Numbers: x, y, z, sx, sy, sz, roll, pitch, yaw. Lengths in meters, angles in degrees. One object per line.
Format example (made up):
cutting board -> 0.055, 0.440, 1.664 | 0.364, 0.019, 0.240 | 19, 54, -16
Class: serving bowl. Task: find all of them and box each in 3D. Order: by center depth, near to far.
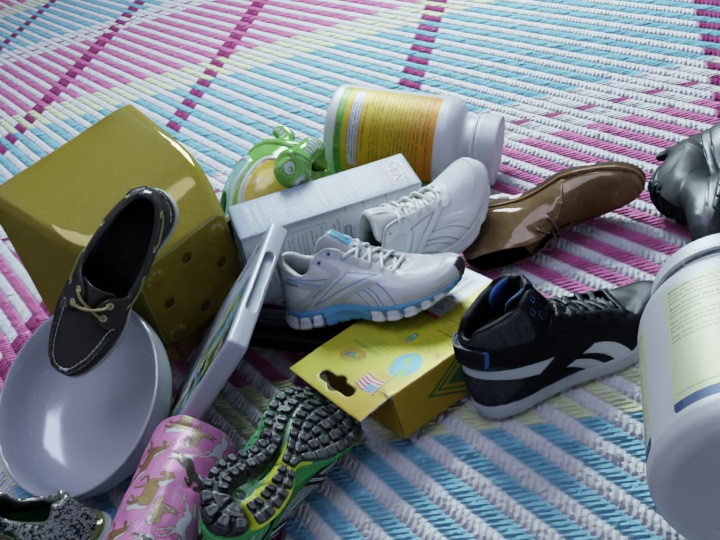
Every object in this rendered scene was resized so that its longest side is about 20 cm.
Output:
serving bowl -> -0.263, 0.133, 0.977 | 0.200, 0.066, 0.201 | -12, 63, 24

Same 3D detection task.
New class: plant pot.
plant pot -> -0.237, -0.025, 1.067 | 0.200, 0.196, 0.194 | 30, 58, 34

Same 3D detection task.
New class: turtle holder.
turtle holder -> -0.087, -0.077, 1.138 | 0.185, 0.141, 0.132 | -8, 34, 47

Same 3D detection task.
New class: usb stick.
usb stick -> -0.079, 0.061, 1.039 | 0.200, 0.033, 0.056 | 3, 47, 36

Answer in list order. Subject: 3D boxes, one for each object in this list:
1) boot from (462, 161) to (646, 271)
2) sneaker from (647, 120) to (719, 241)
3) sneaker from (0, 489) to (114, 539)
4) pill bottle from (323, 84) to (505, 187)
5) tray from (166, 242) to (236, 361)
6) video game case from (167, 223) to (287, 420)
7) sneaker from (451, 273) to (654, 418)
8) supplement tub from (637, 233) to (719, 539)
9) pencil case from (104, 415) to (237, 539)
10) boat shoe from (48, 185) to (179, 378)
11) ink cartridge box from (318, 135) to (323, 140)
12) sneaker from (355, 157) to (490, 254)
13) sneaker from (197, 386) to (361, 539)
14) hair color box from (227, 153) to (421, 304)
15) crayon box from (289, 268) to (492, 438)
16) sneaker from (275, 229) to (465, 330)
boot -> 0.196, -0.050, 1.003 | 0.200, 0.074, 0.076 | -18, 44, 23
sneaker -> 0.323, -0.070, 0.948 | 0.091, 0.076, 0.200 | -18, 23, 28
sneaker -> -0.317, 0.229, 0.886 | 0.200, 0.089, 0.077 | -13, 33, 18
pill bottle -> 0.065, -0.154, 1.163 | 0.200, 0.111, 0.111 | 9, 41, 14
tray -> -0.212, 0.032, 1.167 | 0.098, 0.037, 0.200 | -7, 34, 25
video game case -> -0.136, 0.076, 0.946 | 0.200, 0.022, 0.182 | -54, 13, 35
sneaker -> 0.173, 0.038, 0.830 | 0.200, 0.112, 0.073 | -28, 32, -8
supplement tub -> 0.267, 0.079, 0.676 | 0.145, 0.145, 0.200 | -11, 33, 20
pencil case -> -0.164, 0.215, 0.808 | 0.083, 0.087, 0.200 | -33, 24, 32
boat shoe -> -0.240, 0.011, 0.922 | 0.201, 0.072, 0.061 | -62, -1, 2
ink cartridge box -> -0.047, -0.141, 1.330 | 0.162, 0.050, 0.200 | -37, 16, -20
sneaker -> 0.050, -0.044, 0.998 | 0.200, 0.099, 0.078 | -50, 39, -3
sneaker -> -0.073, 0.169, 0.829 | 0.078, 0.085, 0.200 | 36, 39, 16
hair color box -> -0.033, -0.044, 1.062 | 0.200, 0.099, 0.061 | -18, 44, -10
crayon box -> 0.050, 0.075, 0.904 | 0.200, 0.051, 0.127 | -32, 32, -21
sneaker -> 0.000, 0.000, 0.924 | 0.200, 0.087, 0.075 | -11, 22, 28
